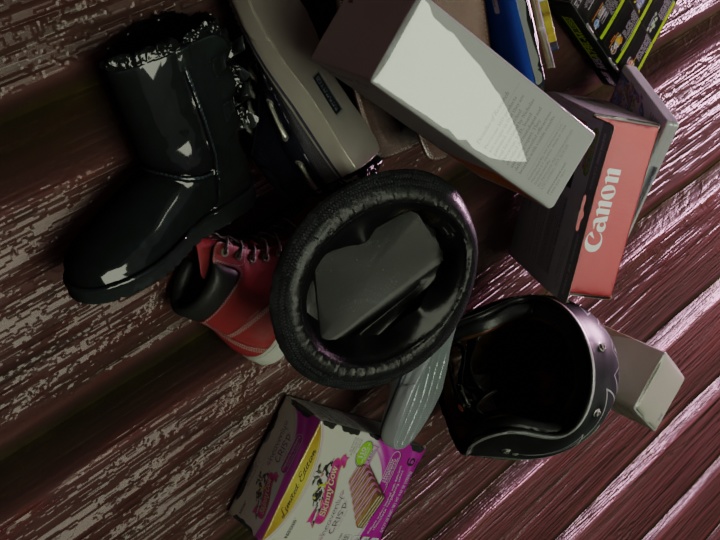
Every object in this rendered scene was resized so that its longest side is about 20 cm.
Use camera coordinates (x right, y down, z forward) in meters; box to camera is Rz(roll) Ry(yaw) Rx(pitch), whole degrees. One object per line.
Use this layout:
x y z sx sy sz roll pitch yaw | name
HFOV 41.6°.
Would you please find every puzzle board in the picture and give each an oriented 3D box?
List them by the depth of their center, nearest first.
0.145 -0.290 0.830 0.151 0.017 0.202 1 76 -76 | puzzle board

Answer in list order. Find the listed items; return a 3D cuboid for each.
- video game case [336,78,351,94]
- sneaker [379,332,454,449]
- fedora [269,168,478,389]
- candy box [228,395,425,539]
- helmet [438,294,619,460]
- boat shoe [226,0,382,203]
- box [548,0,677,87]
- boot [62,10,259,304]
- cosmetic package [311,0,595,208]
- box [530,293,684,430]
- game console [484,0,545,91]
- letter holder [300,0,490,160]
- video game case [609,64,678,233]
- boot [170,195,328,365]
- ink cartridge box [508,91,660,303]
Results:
0.054 -0.233 0.887 0.182 0.023 0.201 15 99 -49 | video game case
0.053 0.087 1.012 0.073 0.070 0.202 26 81 -58 | sneaker
0.000 0.000 0.797 0.199 0.091 0.202 -10 111 -29 | fedora
-0.029 0.223 1.013 0.199 0.061 0.137 25 91 -49 | candy box
0.190 0.119 1.066 0.189 0.200 0.201 -11 123 -7 | helmet
-0.071 -0.145 0.767 0.201 0.092 0.075 60 36 -12 | boat shoe
0.304 -0.340 1.077 0.193 0.047 0.201 31 86 -52 | box
-0.157 -0.089 0.704 0.198 0.073 0.164 -39 137 -35 | boot
0.073 -0.131 0.717 0.199 0.101 0.072 29 94 -34 | cosmetic package
0.288 0.112 1.180 0.078 0.199 0.095 -58 140 -7 | box
0.132 -0.265 0.827 0.118 0.171 0.202 -23 110 -15 | game console
0.022 -0.193 0.784 0.141 0.100 0.201 -24 119 -22 | letter holder
0.297 -0.115 1.096 0.018 0.144 0.201 8 125 -11 | video game case
-0.074 -0.026 0.829 0.201 0.072 0.144 -54 137 -5 | boot
0.250 -0.078 1.049 0.083 0.176 0.202 6 110 -14 | ink cartridge box
